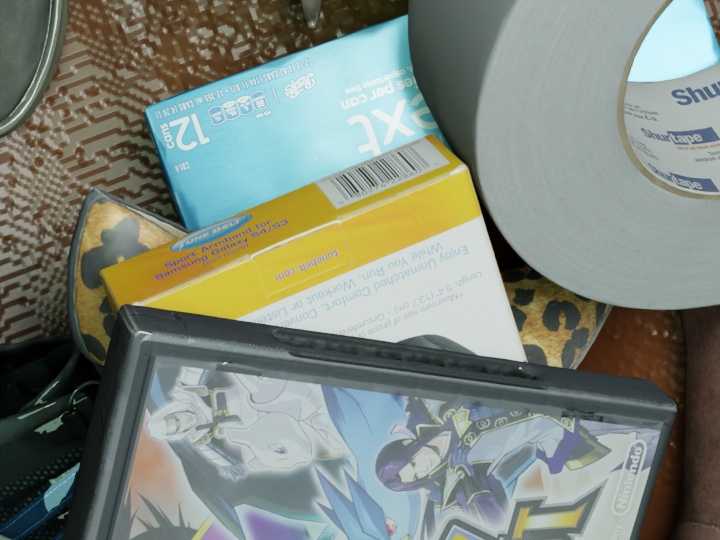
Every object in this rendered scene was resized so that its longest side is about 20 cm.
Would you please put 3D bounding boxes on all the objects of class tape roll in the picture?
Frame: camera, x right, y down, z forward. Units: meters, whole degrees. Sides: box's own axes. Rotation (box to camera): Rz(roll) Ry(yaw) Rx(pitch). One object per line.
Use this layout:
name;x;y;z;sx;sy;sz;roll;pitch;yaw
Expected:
tape roll;0.118;-0.084;0.838;0.200;0.066;0.201;-14;134;-15

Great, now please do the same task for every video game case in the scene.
video game case;-0.010;0.119;0.829;0.180;0.026;0.201;9;108;-20

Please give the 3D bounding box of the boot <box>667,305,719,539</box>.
boot;0.137;0.049;0.955;0.200;0.072;0.167;-24;80;2

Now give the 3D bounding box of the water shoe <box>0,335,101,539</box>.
water shoe;-0.093;0.068;0.928;0.199;0.072;0.079;10;127;0

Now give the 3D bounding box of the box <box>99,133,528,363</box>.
box;0.003;0.068;0.858;0.119;0.041;0.200;-22;118;-8

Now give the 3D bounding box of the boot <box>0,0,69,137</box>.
boot;-0.143;-0.136;0.870;0.072;0.200;0.182;2;92;0

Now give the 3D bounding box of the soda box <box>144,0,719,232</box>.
soda box;0.027;-0.060;0.941;0.199;0.064;0.068;-19;92;1

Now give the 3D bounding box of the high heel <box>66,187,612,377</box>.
high heel;0.000;0.000;0.895;0.200;0.071;0.143;-31;113;-20

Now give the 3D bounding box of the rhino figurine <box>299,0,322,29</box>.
rhino figurine;-0.020;-0.186;0.925;0.060;0.087;0.201;1;91;0
